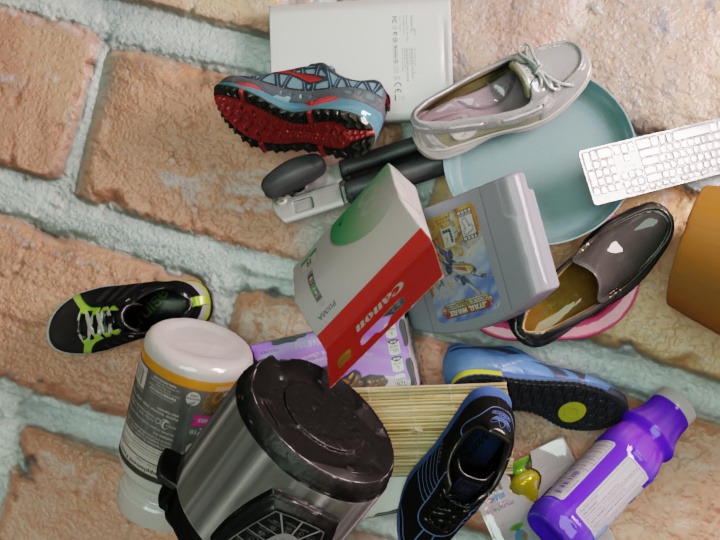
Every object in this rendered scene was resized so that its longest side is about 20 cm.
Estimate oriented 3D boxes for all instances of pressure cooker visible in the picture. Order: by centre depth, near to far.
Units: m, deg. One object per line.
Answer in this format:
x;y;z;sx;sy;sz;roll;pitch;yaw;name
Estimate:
-0.083;0.206;1.012;0.176;0.178;0.201;48;115;24;pressure cooker

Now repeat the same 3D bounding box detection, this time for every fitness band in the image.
0.194;0.001;1.127;0.197;0.037;0.146;-3;88;9;fitness band

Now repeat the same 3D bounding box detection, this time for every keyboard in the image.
0.312;-0.114;1.086;0.198;0.011;0.057;-14;89;-19;keyboard

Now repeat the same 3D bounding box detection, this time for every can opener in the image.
-0.006;-0.104;1.137;0.198;0.067;0.054;-17;66;6;can opener

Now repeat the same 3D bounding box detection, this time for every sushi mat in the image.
0.054;0.161;1.073;0.197;0.012;0.097;-3;99;7;sushi mat

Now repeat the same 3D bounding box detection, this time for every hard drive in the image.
0.001;-0.225;1.163;0.197;0.026;0.134;-2;88;8;hard drive

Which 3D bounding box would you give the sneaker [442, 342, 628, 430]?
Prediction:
0.182;0.112;1.112;0.198;0.079;0.066;11;125;-9;sneaker

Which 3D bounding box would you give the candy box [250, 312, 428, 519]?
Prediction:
-0.012;0.159;1.131;0.166;0.072;0.203;-12;87;7;candy box

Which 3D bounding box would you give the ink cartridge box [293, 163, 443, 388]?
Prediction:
0.000;0.000;1.060;0.050;0.201;0.161;37;109;-19;ink cartridge box

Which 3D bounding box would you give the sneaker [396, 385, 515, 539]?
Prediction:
0.088;0.207;1.030;0.069;0.078;0.202;23;111;-4;sneaker

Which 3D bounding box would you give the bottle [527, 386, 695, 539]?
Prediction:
0.256;0.199;1.073;0.200;0.084;0.065;-41;84;-18;bottle

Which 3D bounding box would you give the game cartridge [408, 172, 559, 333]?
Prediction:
0.107;-0.007;1.076;0.199;0.041;0.135;-21;79;51;game cartridge

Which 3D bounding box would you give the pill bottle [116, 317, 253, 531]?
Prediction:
-0.188;0.161;1.115;0.115;0.116;0.202;19;110;8;pill bottle

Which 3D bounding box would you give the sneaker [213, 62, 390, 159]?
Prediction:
-0.059;-0.175;1.131;0.198;0.080;0.096;15;49;21;sneaker

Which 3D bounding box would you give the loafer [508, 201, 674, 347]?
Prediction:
0.235;0.007;1.069;0.200;0.072;0.073;-43;85;6;loafer

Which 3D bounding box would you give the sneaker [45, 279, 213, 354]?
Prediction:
-0.257;0.044;1.162;0.198;0.083;0.073;-14;86;7;sneaker

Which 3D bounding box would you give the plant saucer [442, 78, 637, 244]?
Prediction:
0.185;-0.117;1.113;0.197;0.027;0.203;-3;72;8;plant saucer

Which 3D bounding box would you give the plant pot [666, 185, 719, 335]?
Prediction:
0.403;0.002;1.032;0.182;0.200;0.202;20;91;23;plant pot

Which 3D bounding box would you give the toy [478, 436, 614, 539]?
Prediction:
0.203;0.289;1.109;0.114;0.047;0.202;-24;78;-5;toy

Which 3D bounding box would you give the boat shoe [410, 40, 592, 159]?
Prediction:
0.144;-0.180;1.092;0.200;0.065;0.075;-23;70;0;boat shoe
